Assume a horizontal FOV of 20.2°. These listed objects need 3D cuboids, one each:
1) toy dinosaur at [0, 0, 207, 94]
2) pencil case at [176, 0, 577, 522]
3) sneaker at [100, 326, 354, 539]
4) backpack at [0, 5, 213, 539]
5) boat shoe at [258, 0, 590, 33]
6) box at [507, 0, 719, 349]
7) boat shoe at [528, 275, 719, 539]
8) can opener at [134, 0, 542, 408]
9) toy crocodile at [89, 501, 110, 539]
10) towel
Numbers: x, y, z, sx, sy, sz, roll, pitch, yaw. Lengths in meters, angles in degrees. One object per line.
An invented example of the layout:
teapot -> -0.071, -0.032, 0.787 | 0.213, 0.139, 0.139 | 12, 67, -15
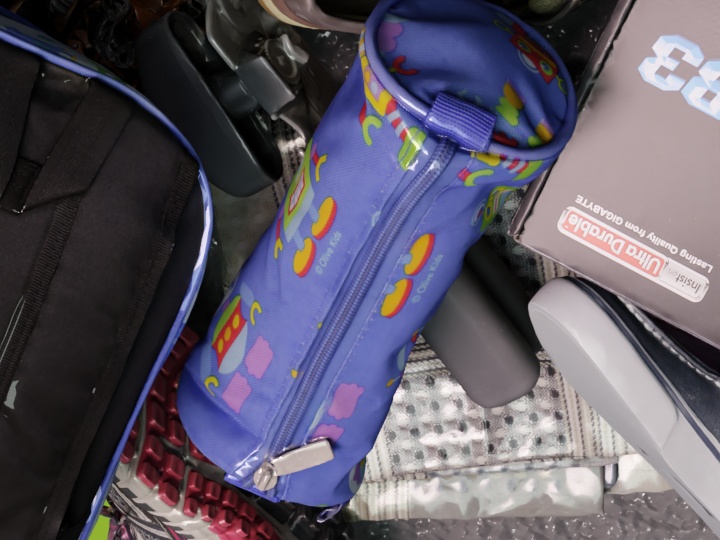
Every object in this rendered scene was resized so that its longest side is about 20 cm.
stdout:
toy dinosaur -> -0.129, -0.077, 0.778 | 0.200, 0.102, 0.136 | -49, 126, -1
pencil case -> 0.000, 0.000, 0.701 | 0.078, 0.087, 0.201 | 22, 127, -10
sneaker -> -0.079, 0.092, 0.824 | 0.074, 0.081, 0.200 | -19, 122, 29
backpack -> -0.160, 0.003, 0.683 | 0.182, 0.147, 0.201 | 26, 96, -29
boat shoe -> 0.062, -0.116, 0.711 | 0.199, 0.065, 0.074 | -17, 122, -10
box -> 0.179, -0.054, 0.676 | 0.199, 0.050, 0.199 | 29, 112, 6
boat shoe -> 0.149, 0.046, 0.795 | 0.091, 0.071, 0.200 | -46, 123, -3
can opener -> -0.007, -0.025, 0.772 | 0.067, 0.053, 0.200 | -27, 114, 27
toy crocodile -> -0.125, 0.071, 0.875 | 0.067, 0.062, 0.201 | -15, 126, -24
towel -> 0.037, 0.020, 0.832 | 0.191, 0.035, 0.201 | -6, 117, 7
